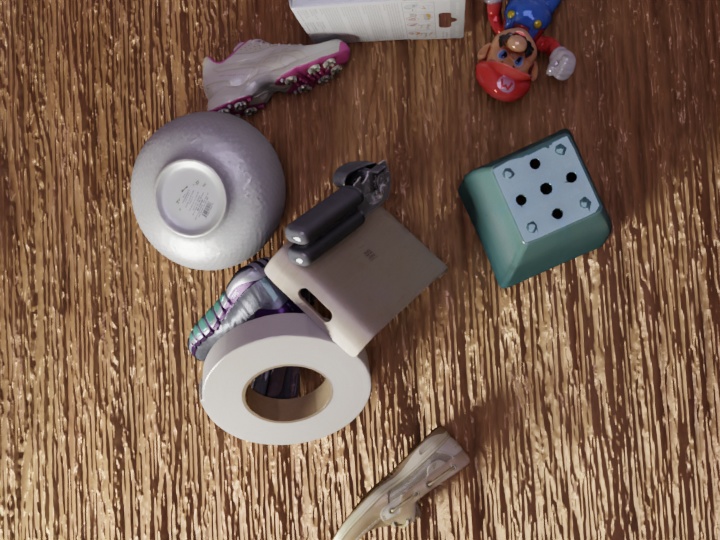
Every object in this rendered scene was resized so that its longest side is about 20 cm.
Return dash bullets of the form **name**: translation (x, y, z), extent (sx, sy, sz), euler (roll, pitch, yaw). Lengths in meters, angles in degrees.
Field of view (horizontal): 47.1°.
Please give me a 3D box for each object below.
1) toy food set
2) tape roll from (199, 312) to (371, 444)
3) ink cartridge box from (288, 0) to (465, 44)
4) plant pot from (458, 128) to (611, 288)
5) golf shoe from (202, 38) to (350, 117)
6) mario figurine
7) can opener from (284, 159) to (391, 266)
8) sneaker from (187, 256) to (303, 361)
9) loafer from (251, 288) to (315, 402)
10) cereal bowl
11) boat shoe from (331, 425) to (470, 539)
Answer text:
- **toy food set**: translation (0.000, 0.000, 0.976), extent (0.143, 0.200, 0.061), euler (43, 136, 8)
- **tape roll**: translation (-0.087, 0.132, 0.971), extent (0.201, 0.204, 0.037), euler (-16, 44, 5)
- **ink cartridge box**: translation (0.024, -0.318, 0.996), extent (0.198, 0.163, 0.058), euler (-5, 90, 6)
- **plant pot**: translation (0.202, -0.076, 0.937), extent (0.140, 0.200, 0.142), euler (-24, 84, 4)
- **golf shoe**: translation (-0.113, -0.264, 1.054), extent (0.198, 0.075, 0.092), euler (-21, 81, 4)
- **mario figurine**: translation (0.203, -0.300, 0.998), extent (0.123, 0.106, 0.202), euler (14, 78, 42)
- **can opener**: translation (-0.029, -0.074, 0.953), extent (0.066, 0.200, 0.054), euler (17, 127, 30)
- **sneaker**: translation (-0.141, 0.074, 0.988), extent (0.088, 0.074, 0.200), euler (50, 135, 11)
- **loafer**: translation (-0.085, 0.072, 1.036), extent (0.062, 0.072, 0.202), euler (15, 94, -11)
- **cereal bowl**: translation (-0.196, -0.095, 1.021), extent (0.198, 0.083, 0.202), euler (2, 101, 10)
- **boat shoe**: translation (0.047, 0.278, 0.998), extent (0.200, 0.072, 0.065), euler (-44, 81, -3)
